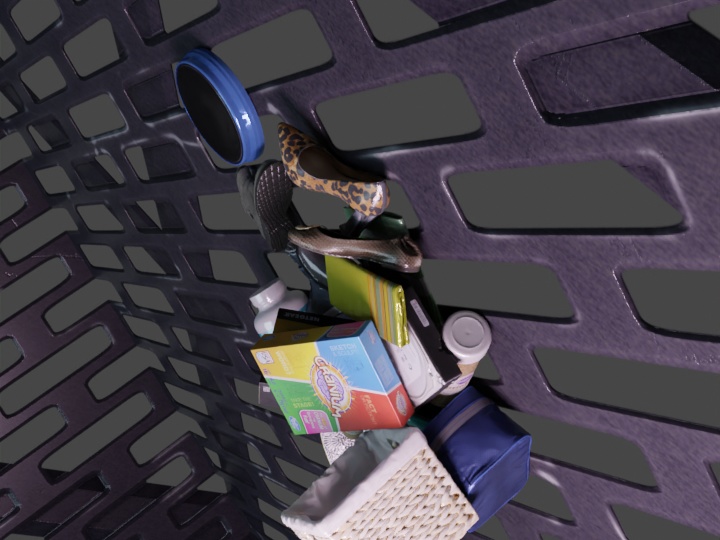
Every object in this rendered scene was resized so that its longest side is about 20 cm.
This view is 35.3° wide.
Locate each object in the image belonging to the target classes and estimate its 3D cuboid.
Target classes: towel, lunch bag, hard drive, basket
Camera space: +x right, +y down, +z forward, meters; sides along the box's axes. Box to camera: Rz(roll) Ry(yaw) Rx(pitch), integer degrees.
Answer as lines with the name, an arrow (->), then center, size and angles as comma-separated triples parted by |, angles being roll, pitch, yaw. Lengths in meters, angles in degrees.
towel -> 0.051, -0.002, 1.630 | 0.152, 0.023, 0.202 | 19, 137, 54
lunch bag -> 0.158, 0.272, 1.647 | 0.132, 0.135, 0.201 | 42, 156, 29
hard drive -> 0.058, 0.122, 1.570 | 0.141, 0.038, 0.200 | 61, 154, 11
towel -> 0.007, 0.034, 1.543 | 0.199, 0.018, 0.087 | 28, 128, 56
basket -> 0.026, 0.338, 1.576 | 0.161, 0.200, 0.198 | 50, 160, -7

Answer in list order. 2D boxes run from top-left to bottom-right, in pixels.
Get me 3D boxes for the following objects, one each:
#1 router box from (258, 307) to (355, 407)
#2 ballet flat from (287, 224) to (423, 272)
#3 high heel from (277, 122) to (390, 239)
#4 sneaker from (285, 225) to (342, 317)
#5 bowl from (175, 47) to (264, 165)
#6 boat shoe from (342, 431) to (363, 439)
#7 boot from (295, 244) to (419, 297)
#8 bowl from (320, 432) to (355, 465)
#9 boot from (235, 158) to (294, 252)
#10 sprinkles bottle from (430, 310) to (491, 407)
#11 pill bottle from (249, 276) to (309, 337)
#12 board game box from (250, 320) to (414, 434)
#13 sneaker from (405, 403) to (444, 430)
router box -> -0.045, 0.144, 1.729 | 0.197, 0.158, 0.053 | 9, 134, 2
ballet flat -> -0.007, -0.039, 1.547 | 0.198, 0.067, 0.047 | 13, 105, 22
high heel -> -0.036, -0.150, 1.552 | 0.201, 0.071, 0.143 | 53, 149, 6
sneaker -> -0.069, 0.006, 1.792 | 0.146, 0.077, 0.202 | 46, 150, -9
bowl -> -0.229, -0.259, 1.815 | 0.201, 0.039, 0.202 | 45, 156, 25
boat shoe -> -0.017, 0.178, 1.789 | 0.201, 0.073, 0.070 | -88, 6, -47
boot -> 0.000, 0.000, 1.633 | 0.200, 0.070, 0.132 | 41, 152, 1
bowl -> 0.022, 0.312, 1.902 | 0.201, 0.093, 0.202 | 46, 151, 34
boot -> -0.169, -0.130, 1.848 | 0.131, 0.067, 0.201 | 48, 157, 32
sprinkles bottle -> 0.131, 0.127, 1.585 | 0.068, 0.068, 0.201 | 48, 158, 16
pill bottle -> -0.117, 0.114, 2.021 | 0.201, 0.110, 0.111 | 57, 158, -7
board game box -> -0.040, 0.152, 1.577 | 0.198, 0.040, 0.154 | -10, 115, 37
sneaker -> 0.061, 0.217, 1.775 | 0.199, 0.083, 0.122 | 25, 121, 33
